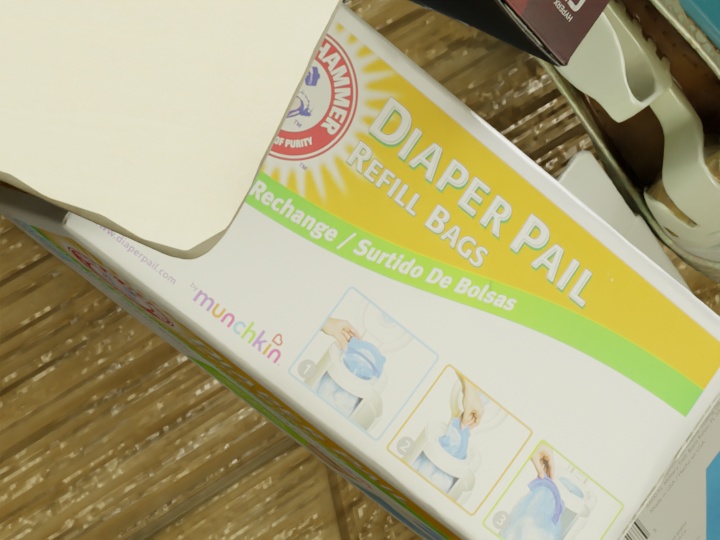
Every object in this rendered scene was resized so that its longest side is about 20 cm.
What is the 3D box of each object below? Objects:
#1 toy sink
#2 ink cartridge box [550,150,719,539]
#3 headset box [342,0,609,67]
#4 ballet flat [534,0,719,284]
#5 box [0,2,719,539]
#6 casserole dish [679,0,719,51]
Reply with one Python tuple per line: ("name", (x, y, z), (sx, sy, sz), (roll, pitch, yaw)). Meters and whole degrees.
("toy sink", (-0.112, -0.108, 0.736), (0.199, 0.112, 0.131), (24, 94, -32))
("ink cartridge box", (0.068, 0.044, 1.025), (0.115, 0.068, 0.200), (-50, 135, -12))
("headset box", (0.040, -0.163, 0.839), (0.200, 0.149, 0.077), (-53, 135, -7))
("ballet flat", (0.100, -0.052, 0.965), (0.067, 0.062, 0.200), (-34, 108, 24))
("box", (0.000, 0.000, 0.858), (0.200, 0.112, 0.102), (38, 82, -17))
("casserole dish", (0.151, -0.127, 0.950), (0.200, 0.121, 0.039), (46, 49, -5))
